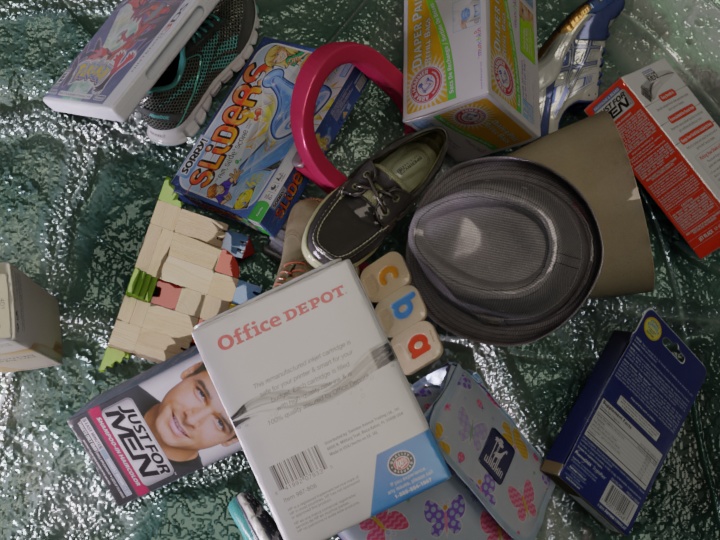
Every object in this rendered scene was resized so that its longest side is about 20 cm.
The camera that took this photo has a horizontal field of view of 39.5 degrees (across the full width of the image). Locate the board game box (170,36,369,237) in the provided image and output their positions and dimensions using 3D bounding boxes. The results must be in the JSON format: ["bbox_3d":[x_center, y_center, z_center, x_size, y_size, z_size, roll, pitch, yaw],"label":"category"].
[{"bbox_3d":[-0.095,-0.143,1.044,0.135,0.034,0.200,21,75,33],"label":"board game box"}]

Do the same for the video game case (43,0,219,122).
[{"bbox_3d":[-0.229,-0.232,1.016,0.023,0.200,0.182,43,75,-34],"label":"video game case"}]

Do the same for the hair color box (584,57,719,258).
[{"bbox_3d":[0.342,-0.122,1.068,0.111,0.064,0.200,-28,80,-45],"label":"hair color box"}]

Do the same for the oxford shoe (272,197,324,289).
[{"bbox_3d":[-0.051,0.016,0.944,0.070,0.075,0.201,-17,65,26],"label":"oxford shoe"}]

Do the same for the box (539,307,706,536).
[{"bbox_3d":[0.270,0.149,1.012,0.121,0.032,0.200,42,71,-26],"label":"box"}]

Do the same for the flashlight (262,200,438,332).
[{"bbox_3d":[0.000,0.000,1.041,0.200,0.068,0.068,27,103,-2],"label":"flashlight"}]

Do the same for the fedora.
[{"bbox_3d":[0.114,-0.022,0.907,0.200,0.090,0.177,20,93,27],"label":"fedora"}]

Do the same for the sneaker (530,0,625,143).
[{"bbox_3d":[0.235,-0.221,1.107,0.088,0.075,0.200,40,87,-4],"label":"sneaker"}]

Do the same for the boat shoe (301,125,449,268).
[{"bbox_3d":[0.018,-0.077,0.960,0.072,0.066,0.201,41,56,5],"label":"boat shoe"}]

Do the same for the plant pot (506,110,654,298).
[{"bbox_3d":[0.172,-0.045,1.016,0.199,0.187,0.188,-14,79,7],"label":"plant pot"}]

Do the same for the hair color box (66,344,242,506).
[{"bbox_3d":[-0.164,0.133,0.947,0.200,0.061,0.099,-27,98,16],"label":"hair color box"}]

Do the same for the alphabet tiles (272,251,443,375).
[{"bbox_3d":[-0.020,0.077,0.958,0.195,0.015,0.200,-33,58,18],"label":"alphabet tiles"}]

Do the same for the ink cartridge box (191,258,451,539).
[{"bbox_3d":[-0.034,0.110,0.842,0.144,0.084,0.200,-24,86,-4],"label":"ink cartridge box"}]

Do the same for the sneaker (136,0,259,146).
[{"bbox_3d":[-0.174,-0.231,1.052,0.077,0.091,0.200,18,74,23],"label":"sneaker"}]

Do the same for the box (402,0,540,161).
[{"bbox_3d":[0.115,-0.232,1.042,0.101,0.112,0.201,-13,66,35],"label":"box"}]

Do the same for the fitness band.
[{"bbox_3d":[0.001,-0.142,1.017,0.037,0.200,0.144,15,77,42],"label":"fitness band"}]

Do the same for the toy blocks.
[{"bbox_3d":[-0.165,0.025,1.014,0.136,0.100,0.201,19,78,-12],"label":"toy blocks"}]

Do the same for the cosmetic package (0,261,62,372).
[{"bbox_3d":[-0.348,0.050,0.930,0.105,0.200,0.071,-7,79,-5],"label":"cosmetic package"}]

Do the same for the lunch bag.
[{"bbox_3d":[0.074,0.207,0.953,0.200,0.127,0.170,-40,103,-14],"label":"lunch bag"}]

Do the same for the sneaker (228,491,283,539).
[{"bbox_3d":[-0.095,0.313,0.961,0.079,0.078,0.201,-18,80,1],"label":"sneaker"}]
